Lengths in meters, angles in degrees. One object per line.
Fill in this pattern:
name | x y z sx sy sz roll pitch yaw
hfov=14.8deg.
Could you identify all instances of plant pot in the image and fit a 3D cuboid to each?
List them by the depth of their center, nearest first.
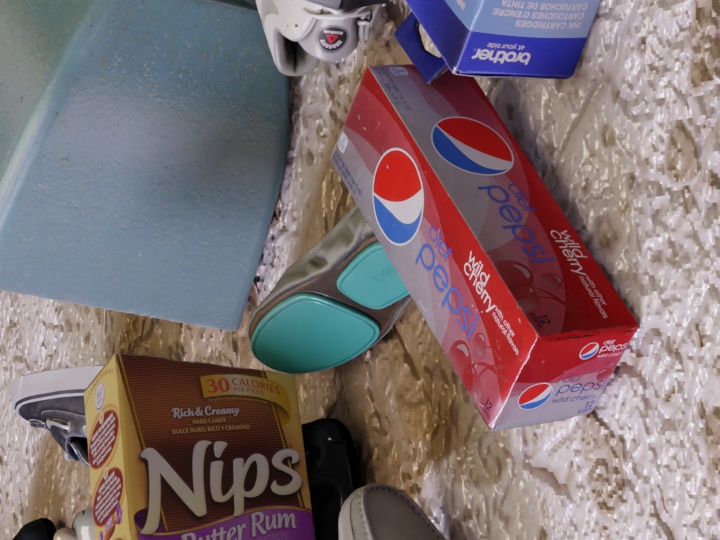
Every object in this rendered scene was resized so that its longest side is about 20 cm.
plant pot | -0.151 -0.109 1.721 0.201 0.195 0.197 -64 34 21

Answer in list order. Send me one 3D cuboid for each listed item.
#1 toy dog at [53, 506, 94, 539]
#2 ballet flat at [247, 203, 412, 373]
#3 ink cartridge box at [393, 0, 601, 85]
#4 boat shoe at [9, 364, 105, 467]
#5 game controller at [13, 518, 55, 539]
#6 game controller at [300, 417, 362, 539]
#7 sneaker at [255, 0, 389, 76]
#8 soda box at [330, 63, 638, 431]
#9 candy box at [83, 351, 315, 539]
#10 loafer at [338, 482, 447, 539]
toy dog | -0.189 0.263 1.866 0.132 0.096 0.201 -62 37 41
ballet flat | 0.000 0.000 1.560 0.200 0.067 0.064 -39 28 56
ink cartridge box | 0.072 -0.189 1.396 0.137 0.076 0.201 59 141 46
boat shoe | -0.183 0.102 1.898 0.200 0.071 0.068 -10 78 55
game controller | -0.263 0.263 2.073 0.200 0.042 0.105 133 146 -52
game controller | -0.048 0.151 1.669 0.200 0.042 0.105 -22 84 62
sneaker | -0.008 -0.168 1.560 0.200 0.074 0.089 135 131 -66
soda box | 0.059 -0.016 1.404 0.200 0.063 0.070 59 140 36
candy box | -0.087 0.150 1.551 0.056 0.116 0.201 -48 42 48
loafer | 0.050 0.178 1.438 0.200 0.070 0.070 55 131 38
